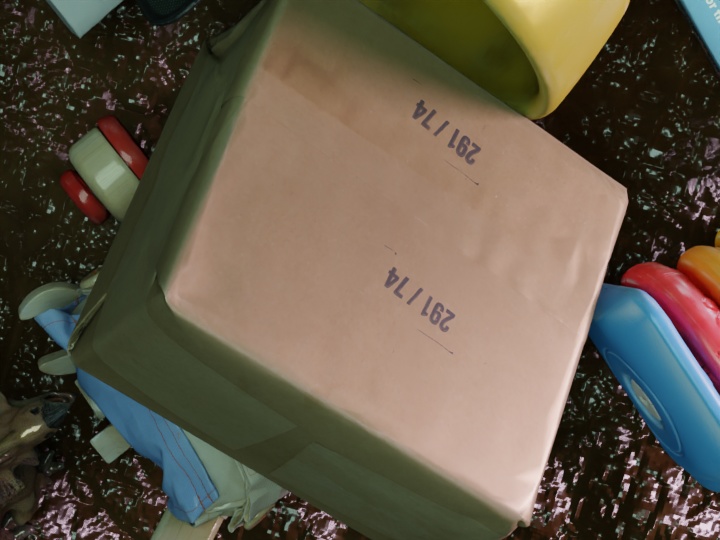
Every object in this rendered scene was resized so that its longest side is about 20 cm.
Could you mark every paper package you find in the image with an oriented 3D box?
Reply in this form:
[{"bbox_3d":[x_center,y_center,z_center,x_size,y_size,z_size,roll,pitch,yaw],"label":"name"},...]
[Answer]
[{"bbox_3d":[0.000,0.000,1.026,0.199,0.103,0.192,31,61,-19],"label":"paper package"}]

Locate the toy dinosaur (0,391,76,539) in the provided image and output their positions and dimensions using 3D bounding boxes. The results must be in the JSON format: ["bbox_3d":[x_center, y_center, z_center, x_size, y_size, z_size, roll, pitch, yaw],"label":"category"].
[{"bbox_3d":[-0.201,0.119,1.096,0.085,0.136,0.201,24,108,0],"label":"toy dinosaur"}]

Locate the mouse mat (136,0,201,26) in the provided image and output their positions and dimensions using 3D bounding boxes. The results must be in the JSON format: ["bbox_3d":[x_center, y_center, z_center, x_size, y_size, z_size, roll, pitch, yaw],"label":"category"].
[{"bbox_3d":[-0.051,-0.194,0.962,0.161,0.200,0.008,-42,126,7],"label":"mouse mat"}]

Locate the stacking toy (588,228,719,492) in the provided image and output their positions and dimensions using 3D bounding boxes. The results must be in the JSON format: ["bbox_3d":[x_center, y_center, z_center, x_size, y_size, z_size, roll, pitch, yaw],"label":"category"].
[{"bbox_3d":[0.211,0.004,1.084,0.199,0.116,0.110,-36,97,-7],"label":"stacking toy"}]

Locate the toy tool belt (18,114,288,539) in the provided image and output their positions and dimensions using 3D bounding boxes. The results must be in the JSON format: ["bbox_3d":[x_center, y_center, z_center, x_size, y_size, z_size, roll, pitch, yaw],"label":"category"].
[{"bbox_3d":[-0.104,0.041,1.096,0.123,0.125,0.201,-38,90,-1],"label":"toy tool belt"}]

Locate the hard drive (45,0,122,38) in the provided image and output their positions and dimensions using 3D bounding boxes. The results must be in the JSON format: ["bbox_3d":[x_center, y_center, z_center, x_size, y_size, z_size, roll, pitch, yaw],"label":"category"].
[{"bbox_3d":[-0.097,-0.224,1.072,0.200,0.025,0.132,-42,116,-6],"label":"hard drive"}]

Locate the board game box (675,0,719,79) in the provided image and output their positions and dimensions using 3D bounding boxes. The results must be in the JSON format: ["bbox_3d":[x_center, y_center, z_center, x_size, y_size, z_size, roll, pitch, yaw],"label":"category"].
[{"bbox_3d":[0.250,-0.152,1.082,0.199,0.047,0.152,-31,92,7],"label":"board game box"}]

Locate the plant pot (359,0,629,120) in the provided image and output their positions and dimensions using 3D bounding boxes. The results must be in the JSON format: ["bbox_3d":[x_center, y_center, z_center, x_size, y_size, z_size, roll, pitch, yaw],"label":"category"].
[{"bbox_3d":[0.060,-0.202,1.032,0.200,0.201,0.189,36,81,1],"label":"plant pot"}]
